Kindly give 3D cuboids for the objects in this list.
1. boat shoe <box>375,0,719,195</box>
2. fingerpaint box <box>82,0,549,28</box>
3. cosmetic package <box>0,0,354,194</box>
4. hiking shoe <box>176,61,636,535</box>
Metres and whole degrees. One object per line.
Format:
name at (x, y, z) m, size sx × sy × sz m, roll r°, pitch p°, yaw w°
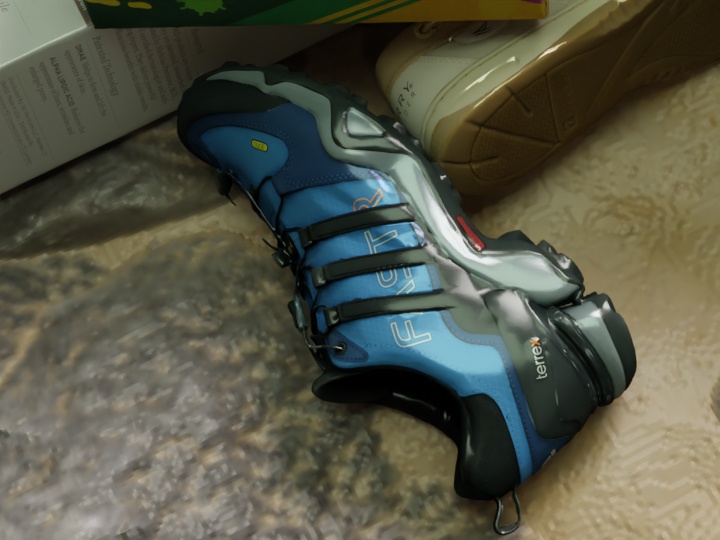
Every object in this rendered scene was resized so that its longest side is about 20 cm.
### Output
boat shoe at (0.093, -0.107, 0.830) m, size 0.200 × 0.074 × 0.069 m, roll -31°, pitch 55°, yaw -18°
fingerpaint box at (-0.014, -0.191, 0.794) m, size 0.166 × 0.073 × 0.201 m, roll 0°, pitch 63°, yaw 7°
cosmetic package at (-0.081, -0.129, 0.857) m, size 0.200 × 0.081 × 0.113 m, roll -28°, pitch 63°, yaw -7°
hiking shoe at (0.000, 0.000, 0.789) m, size 0.200 × 0.074 × 0.087 m, roll 36°, pitch 73°, yaw 20°
